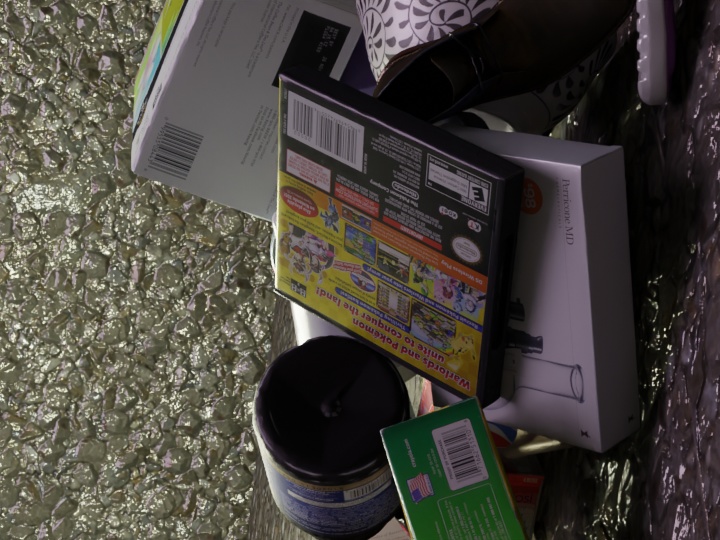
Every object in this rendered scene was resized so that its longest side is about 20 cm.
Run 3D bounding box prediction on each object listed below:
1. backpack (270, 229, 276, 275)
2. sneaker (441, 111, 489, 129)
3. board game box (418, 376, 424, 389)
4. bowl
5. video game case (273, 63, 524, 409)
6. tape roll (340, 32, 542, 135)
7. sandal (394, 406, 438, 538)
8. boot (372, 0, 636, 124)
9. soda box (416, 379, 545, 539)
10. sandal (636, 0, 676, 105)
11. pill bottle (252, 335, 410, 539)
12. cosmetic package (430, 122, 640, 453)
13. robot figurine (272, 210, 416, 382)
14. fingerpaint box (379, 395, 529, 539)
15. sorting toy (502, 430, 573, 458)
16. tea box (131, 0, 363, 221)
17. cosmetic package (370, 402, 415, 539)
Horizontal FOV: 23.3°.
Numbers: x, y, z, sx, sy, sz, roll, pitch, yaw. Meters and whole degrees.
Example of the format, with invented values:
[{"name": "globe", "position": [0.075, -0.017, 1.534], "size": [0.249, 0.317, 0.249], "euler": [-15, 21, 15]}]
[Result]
[{"name": "backpack", "position": [0.031, -0.030, 1.467], "size": [0.178, 0.200, 0.151], "euler": [-60, 10, 33]}, {"name": "sneaker", "position": [0.097, -0.045, 1.318], "size": [0.200, 0.082, 0.070], "euler": [92, 168, -49]}, {"name": "board game box", "position": [0.095, 0.053, 1.697], "size": [0.135, 0.028, 0.200], "euler": [-103, 22, -63]}, {"name": "bowl", "position": [0.088, -0.146, 1.313], "size": [0.201, 0.201, 0.094], "euler": [122, 160, -70]}, {"name": "video game case", "position": [0.020, -0.024, 1.184], "size": [0.200, 0.025, 0.181], "euler": [28, 130, 33]}, {"name": "tape roll", "position": [0.059, -0.150, 1.526], "size": [0.200, 0.200, 0.085], "euler": [114, 160, -62]}, {"name": "sandal", "position": [0.053, 0.162, 1.381], "size": [0.075, 0.045, 0.200], "euler": [135, 140, -72]}, {"name": "boot", "position": [0.093, -0.142, 1.187], "size": [0.075, 0.200, 0.097], "euler": [59, -156, -12]}, {"name": "soda box", "position": [0.099, 0.149, 1.467], "size": [0.200, 0.070, 0.063], "euler": [-107, 25, -66]}, {"name": "sandal", "position": [0.207, -0.209, 1.146], "size": [0.082, 0.050, 0.203], "euler": [-70, -21, -62]}, {"name": "pill bottle", "position": [-0.017, 0.136, 1.303], "size": [0.200, 0.112, 0.112], "euler": [86, -174, -64]}, {"name": "cosmetic package", "position": [0.109, 0.009, 1.172], "size": [0.151, 0.052, 0.200], "euler": [11, 116, 41]}, {"name": "robot figurine", "position": [0.000, 0.000, 1.336], "size": [0.113, 0.170, 0.200], "euler": [-35, -52, -40]}, {"name": "fingerpaint box", "position": [0.083, 0.204, 1.174], "size": [0.167, 0.073, 0.200], "euler": [62, -171, -72]}, {"name": "sorting toy", "position": [0.158, 0.041, 1.313], "size": [0.185, 0.036, 0.200], "euler": [140, 141, -77]}, {"name": "tea box", "position": [-0.098, -0.186, 1.471], "size": [0.197, 0.134, 0.200], "euler": [-100, 32, -61]}, {"name": "cosmetic package", "position": [0.029, 0.203, 1.600], "size": [0.113, 0.081, 0.200], "euler": [-99, -9, -62]}]
